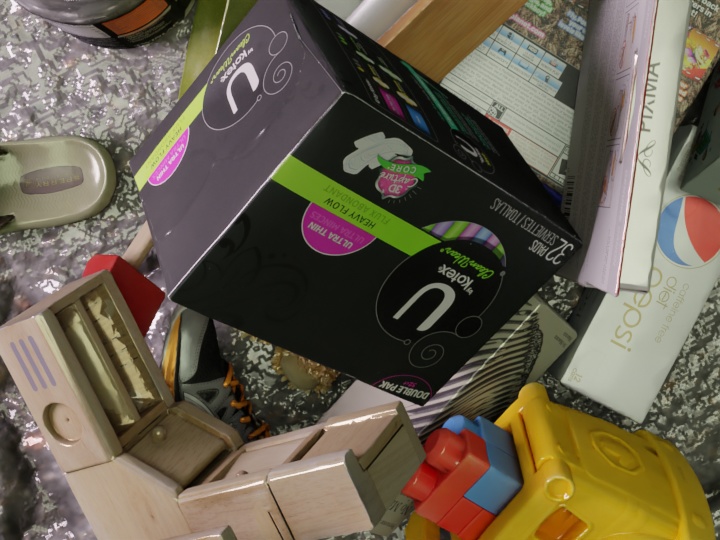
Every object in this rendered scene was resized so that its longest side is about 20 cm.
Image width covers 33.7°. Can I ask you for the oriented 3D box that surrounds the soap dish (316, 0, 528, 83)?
[{"bbox_3d":[0.034,-0.189,0.749,0.081,0.158,0.200,29,129,-30],"label":"soap dish"}]

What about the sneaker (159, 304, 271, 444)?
[{"bbox_3d":[-0.099,0.114,0.837,0.077,0.078,0.201,-6,105,-1],"label":"sneaker"}]

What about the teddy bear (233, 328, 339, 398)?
[{"bbox_3d":[0.000,0.000,0.841,0.145,0.067,0.201,34,100,1],"label":"teddy bear"}]

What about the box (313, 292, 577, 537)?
[{"bbox_3d":[0.050,0.085,0.818,0.200,0.082,0.068,-49,56,6],"label":"box"}]

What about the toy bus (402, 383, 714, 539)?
[{"bbox_3d":[0.096,0.177,0.774,0.191,0.136,0.200,28,114,-18],"label":"toy bus"}]

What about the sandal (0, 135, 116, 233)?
[{"bbox_3d":[-0.271,-0.053,0.825,0.200,0.057,0.080,-16,94,0],"label":"sandal"}]

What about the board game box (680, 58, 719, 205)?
[{"bbox_3d":[0.314,-0.121,0.798,0.147,0.064,0.201,22,70,-4],"label":"board game box"}]

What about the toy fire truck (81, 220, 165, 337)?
[{"bbox_3d":[-0.104,-0.051,0.811,0.049,0.140,0.201,42,54,-33],"label":"toy fire truck"}]

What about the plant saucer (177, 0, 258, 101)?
[{"bbox_3d":[-0.083,-0.160,0.757,0.031,0.200,0.201,12,94,-14],"label":"plant saucer"}]

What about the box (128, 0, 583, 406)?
[{"bbox_3d":[-0.003,-0.038,0.681,0.199,0.125,0.149,26,116,-39],"label":"box"}]

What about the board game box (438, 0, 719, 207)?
[{"bbox_3d":[0.149,-0.156,0.811,0.159,0.097,0.201,31,93,-4],"label":"board game box"}]

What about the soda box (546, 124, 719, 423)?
[{"bbox_3d":[0.208,0.001,0.841,0.068,0.064,0.201,27,92,-4],"label":"soda box"}]

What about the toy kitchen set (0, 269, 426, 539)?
[{"bbox_3d":[-0.107,0.093,0.674,0.199,0.163,0.181,-18,103,31],"label":"toy kitchen set"}]

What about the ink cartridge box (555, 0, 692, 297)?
[{"bbox_3d":[0.158,-0.088,0.679,0.044,0.176,0.202,7,95,-2],"label":"ink cartridge box"}]

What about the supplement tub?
[{"bbox_3d":[-0.167,-0.209,0.746,0.122,0.200,0.124,0,94,-2],"label":"supplement tub"}]
